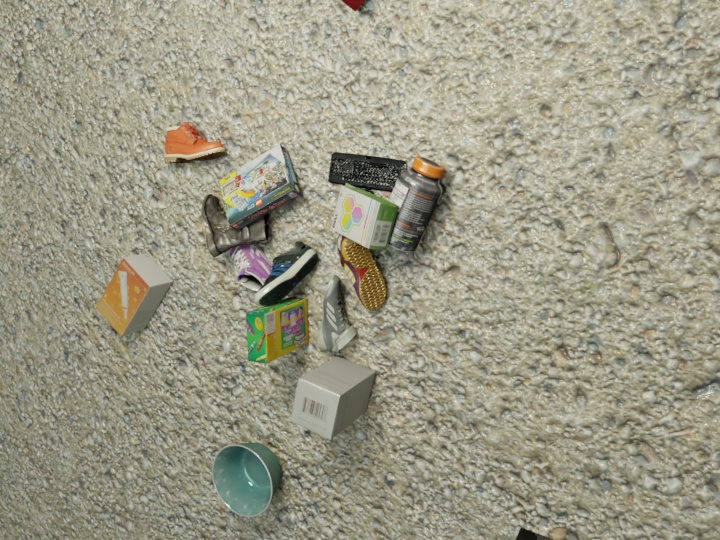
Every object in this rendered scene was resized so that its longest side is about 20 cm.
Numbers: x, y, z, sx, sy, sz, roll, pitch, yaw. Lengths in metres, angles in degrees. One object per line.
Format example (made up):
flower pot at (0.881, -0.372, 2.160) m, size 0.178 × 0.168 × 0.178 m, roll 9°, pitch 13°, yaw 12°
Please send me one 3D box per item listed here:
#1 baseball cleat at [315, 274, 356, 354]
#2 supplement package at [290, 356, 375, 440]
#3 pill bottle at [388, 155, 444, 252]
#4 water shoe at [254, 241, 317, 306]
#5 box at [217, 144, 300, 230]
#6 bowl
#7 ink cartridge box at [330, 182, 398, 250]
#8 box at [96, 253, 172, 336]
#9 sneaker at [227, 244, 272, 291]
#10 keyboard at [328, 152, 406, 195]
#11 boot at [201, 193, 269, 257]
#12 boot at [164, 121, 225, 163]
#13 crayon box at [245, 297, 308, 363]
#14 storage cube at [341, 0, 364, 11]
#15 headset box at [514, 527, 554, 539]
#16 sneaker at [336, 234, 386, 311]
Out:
baseball cleat at (-0.051, 0.112, 1.673) m, size 0.105 × 0.070 × 0.202 m, roll 18°, pitch 116°, yaw 16°
supplement package at (-0.063, 0.302, 1.628) m, size 0.116 × 0.200 × 0.119 m, roll 18°, pitch 106°, yaw 23°
pill bottle at (0.117, -0.152, 1.512) m, size 0.106 × 0.106 × 0.202 m, roll 31°, pitch 111°, yaw 19°
water shoe at (-0.196, 0.009, 1.677) m, size 0.079 × 0.200 × 0.072 m, roll 38°, pitch 155°, yaw 27°
box at (-0.256, -0.207, 1.687) m, size 0.198 × 0.038 × 0.138 m, roll -26°, pitch 67°, yaw 18°
bowl at (-0.296, 0.553, 1.844) m, size 0.199 × 0.105 × 0.203 m, roll 5°, pitch 102°, yaw 26°
ink cartridge box at (-0.009, -0.128, 1.528) m, size 0.199 × 0.059 × 0.105 m, roll 31°, pitch 111°, yaw 46°
box at (-0.652, 0.069, 1.945) m, size 0.124 × 0.097 × 0.201 m, roll 43°, pitch 114°, yaw 14°
sneaker at (-0.297, -0.020, 1.742) m, size 0.200 × 0.114 × 0.073 m, roll 38°, pitch 115°, yaw 18°
keyboard at (0.009, -0.219, 1.594) m, size 0.198 × 0.040 × 0.105 m, roll 11°, pitch 103°, yaw 26°
boot at (-0.317, -0.133, 1.758) m, size 0.172 × 0.069 × 0.202 m, roll -19°, pitch 65°, yaw 11°
boot at (-0.442, -0.342, 1.785) m, size 0.198 × 0.075 × 0.109 m, roll 2°, pitch 95°, yaw 28°
crayon box at (-0.202, 0.144, 1.672) m, size 0.058 × 0.200 × 0.120 m, roll 3°, pitch 100°, yaw 26°
storage cube at (-0.040, -0.705, 1.450) m, size 0.171 × 0.200 × 0.180 m, roll 47°, pitch 109°, yaw 13°
headset box at (0.409, 0.714, 1.531) m, size 0.147 × 0.075 × 0.203 m, roll 13°, pitch 104°, yaw 25°
sneaker at (0.000, 0.000, 1.625) m, size 0.090 × 0.074 × 0.202 m, roll 30°, pitch 142°, yaw 64°
